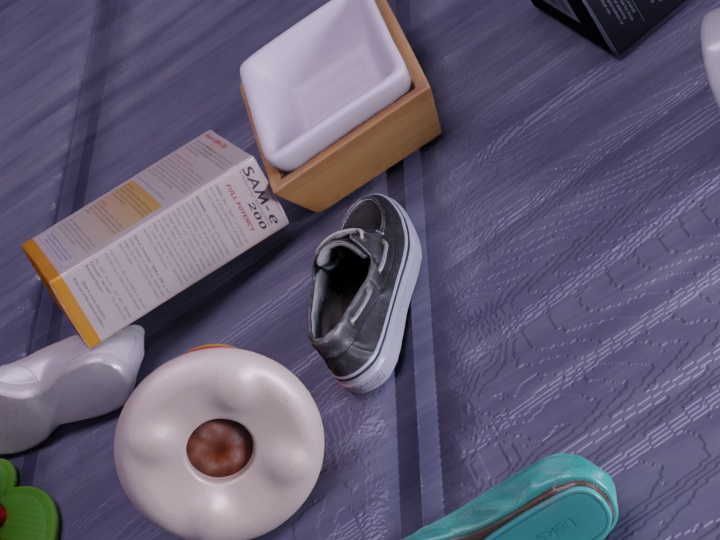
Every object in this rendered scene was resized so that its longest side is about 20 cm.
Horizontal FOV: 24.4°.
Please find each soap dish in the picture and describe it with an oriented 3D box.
[{"bbox_3d":[-0.019,-0.149,1.445,0.157,0.081,0.200,-33,35,9],"label":"soap dish"}]

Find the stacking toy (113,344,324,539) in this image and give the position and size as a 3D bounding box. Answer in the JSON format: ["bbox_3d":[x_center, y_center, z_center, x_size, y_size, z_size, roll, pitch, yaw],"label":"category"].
[{"bbox_3d":[-0.108,0.098,1.230,0.146,0.146,0.200,-36,19,4],"label":"stacking toy"}]

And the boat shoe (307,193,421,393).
[{"bbox_3d":[0.000,0.000,1.265,0.072,0.071,0.200,-24,36,21],"label":"boat shoe"}]

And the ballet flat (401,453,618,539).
[{"bbox_3d":[0.069,0.174,1.022,0.200,0.067,0.070,-30,11,13],"label":"ballet flat"}]

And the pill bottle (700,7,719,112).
[{"bbox_3d":[0.334,-0.156,1.092,0.200,0.113,0.113,-15,41,30],"label":"pill bottle"}]

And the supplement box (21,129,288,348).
[{"bbox_3d":[-0.176,-0.030,1.421,0.200,0.074,0.126,-33,25,-10],"label":"supplement box"}]

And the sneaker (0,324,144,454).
[{"bbox_3d":[-0.269,0.095,1.425,0.199,0.075,0.089,-15,29,21],"label":"sneaker"}]

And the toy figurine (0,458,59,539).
[{"bbox_3d":[-0.353,0.167,1.309,0.150,0.184,0.200,-34,34,7],"label":"toy figurine"}]

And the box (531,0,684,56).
[{"bbox_3d":[0.226,-0.294,1.357,0.200,0.107,0.148,-40,33,-2],"label":"box"}]
